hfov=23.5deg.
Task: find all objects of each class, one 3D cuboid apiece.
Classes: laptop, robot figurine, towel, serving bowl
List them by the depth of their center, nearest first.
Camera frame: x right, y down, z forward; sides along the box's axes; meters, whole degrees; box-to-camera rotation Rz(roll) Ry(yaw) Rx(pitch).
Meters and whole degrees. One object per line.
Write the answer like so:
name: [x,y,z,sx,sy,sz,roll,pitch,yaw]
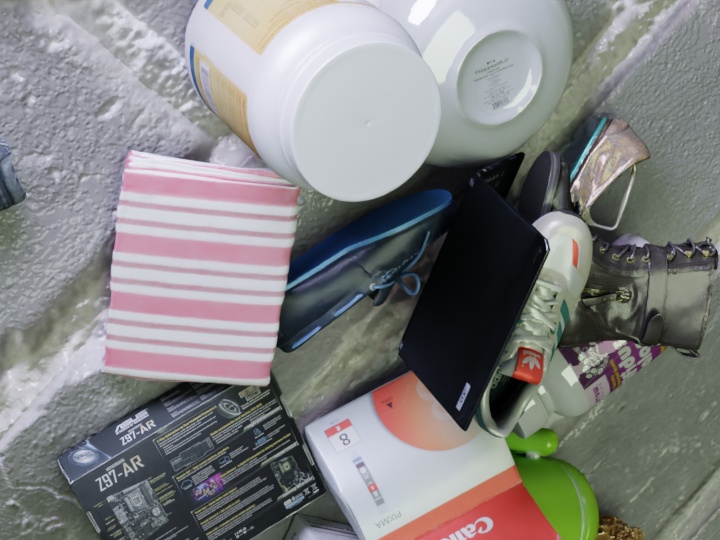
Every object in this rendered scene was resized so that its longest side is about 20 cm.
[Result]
towel: [-0.133,0.003,1.428,0.145,0.030,0.201,6,115,-9]
serving bowl: [0.102,-0.173,1.467,0.199,0.066,0.201,-13,121,-22]
laptop: [0.113,0.012,1.475,0.200,0.103,0.178,-27,143,-64]
robot figurine: [0.146,0.237,1.656,0.199,0.115,0.177,3,94,-40]

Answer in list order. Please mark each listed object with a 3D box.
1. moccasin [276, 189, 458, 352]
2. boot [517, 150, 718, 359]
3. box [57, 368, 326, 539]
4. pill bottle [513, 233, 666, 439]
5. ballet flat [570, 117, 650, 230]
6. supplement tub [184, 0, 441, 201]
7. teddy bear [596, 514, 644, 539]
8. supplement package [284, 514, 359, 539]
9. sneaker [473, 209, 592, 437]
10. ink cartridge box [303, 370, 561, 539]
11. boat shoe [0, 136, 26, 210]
moccasin: [0.000,0.000,1.498,0.199,0.081,0.068,-29,109,1]
boot: [0.230,-0.013,1.527,0.173,0.069,0.202,-5,111,-8]
box: [-0.145,0.181,1.527,0.199,0.044,0.161,-31,125,-11]
pill bottle: [0.206,0.065,1.616,0.199,0.112,0.113,-37,126,-7]
ballet flat: [0.195,-0.043,1.573,0.067,0.068,0.201,35,98,1]
supplement tub: [-0.037,-0.147,1.321,0.144,0.200,0.146,-12,120,-22]
teddy bear: [0.212,0.329,1.792,0.144,0.067,0.201,2,120,-19]
supplement package: [0.000,0.328,1.583,0.109,0.200,0.114,18,106,-33]
sneaker: [0.146,0.051,1.451,0.070,0.094,0.201,20,108,-15]
ink cartridge box: [0.062,0.190,1.551,0.161,0.200,0.050,-26,149,-14]
boat shoe: [-0.322,-0.109,1.273,0.091,0.071,0.201,-32,132,-12]
